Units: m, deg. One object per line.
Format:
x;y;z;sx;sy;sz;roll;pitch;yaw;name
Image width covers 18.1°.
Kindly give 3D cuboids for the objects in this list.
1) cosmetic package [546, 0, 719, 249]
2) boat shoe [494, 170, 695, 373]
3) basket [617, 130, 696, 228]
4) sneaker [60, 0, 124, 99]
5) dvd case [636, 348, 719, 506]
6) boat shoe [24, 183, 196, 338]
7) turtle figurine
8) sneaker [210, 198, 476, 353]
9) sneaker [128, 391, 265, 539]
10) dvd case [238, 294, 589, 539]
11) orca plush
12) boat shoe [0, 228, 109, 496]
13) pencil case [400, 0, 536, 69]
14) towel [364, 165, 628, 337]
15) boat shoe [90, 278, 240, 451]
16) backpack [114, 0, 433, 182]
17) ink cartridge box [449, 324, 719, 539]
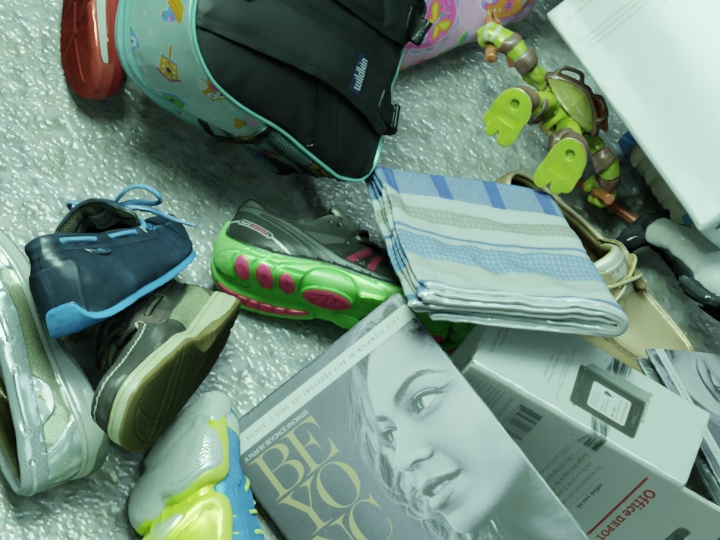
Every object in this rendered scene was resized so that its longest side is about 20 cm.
0.235;-0.129;1.596;0.200;0.113;0.081;58;10;17;cosmetic package
0.161;0.007;1.602;0.200;0.069;0.074;39;48;4;boat shoe
0.281;-0.129;1.720;0.176;0.139;0.200;-14;72;-35;basket
-0.147;-0.197;1.589;0.115;0.078;0.200;9;54;-20;sneaker
0.280;0.122;1.566;0.200;0.016;0.149;6;51;-51;dvd case
-0.151;-0.017;1.397;0.200;0.084;0.069;-59;126;-78;boat shoe
0.149;-0.104;1.630;0.200;0.064;0.161;56;21;-5;turtle figurine
0.000;0.000;1.519;0.200;0.077;0.084;19;53;-15;sneaker
-0.086;0.172;1.362;0.105;0.076;0.200;35;45;-24;sneaker
0.025;0.137;1.402;0.149;0.016;0.200;-38;75;1;dvd case
0.253;0.026;1.604;0.105;0.071;0.200;-18;31;-42;orca plush
-0.227;0.043;1.371;0.065;0.074;0.202;-20;74;-42;boat shoe
0.045;-0.199;1.688;0.200;0.087;0.087;-28;72;-38;pencil case
0.085;-0.016;1.480;0.146;0.024;0.200;7;25;-14;towel
-0.132;0.052;1.389;0.066;0.072;0.201;23;21;7;boat shoe
-0.071;-0.169;1.509;0.200;0.153;0.176;32;74;-50;backpack
0.145;0.114;1.481;0.200;0.116;0.067;31;51;-5;ink cartridge box
